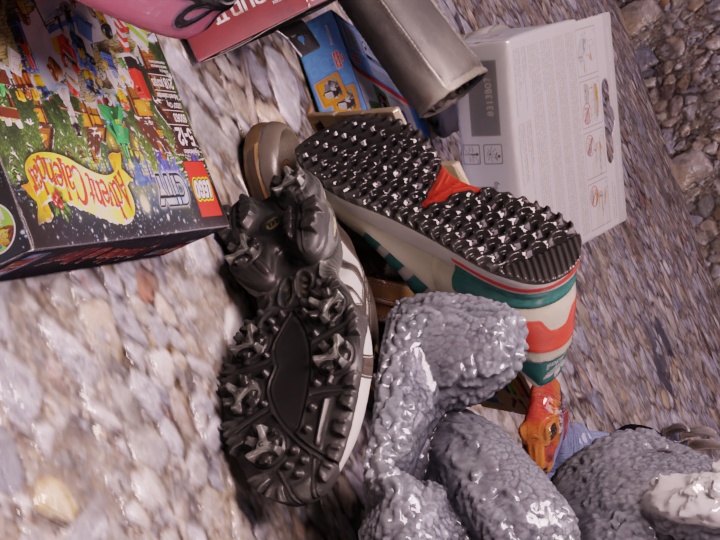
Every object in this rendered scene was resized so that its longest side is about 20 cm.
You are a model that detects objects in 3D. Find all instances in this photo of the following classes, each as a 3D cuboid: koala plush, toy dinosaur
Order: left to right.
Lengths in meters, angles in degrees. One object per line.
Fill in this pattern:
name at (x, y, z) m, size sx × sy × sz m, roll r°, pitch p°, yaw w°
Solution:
toy dinosaur at (0.100, 0.126, 0.997) m, size 0.105 × 0.198 × 0.183 m, roll -51°, pitch 129°, yaw -35°
koala plush at (0.102, 0.131, 0.822) m, size 0.178 × 0.197 × 0.185 m, roll 87°, pitch 10°, yaw -47°

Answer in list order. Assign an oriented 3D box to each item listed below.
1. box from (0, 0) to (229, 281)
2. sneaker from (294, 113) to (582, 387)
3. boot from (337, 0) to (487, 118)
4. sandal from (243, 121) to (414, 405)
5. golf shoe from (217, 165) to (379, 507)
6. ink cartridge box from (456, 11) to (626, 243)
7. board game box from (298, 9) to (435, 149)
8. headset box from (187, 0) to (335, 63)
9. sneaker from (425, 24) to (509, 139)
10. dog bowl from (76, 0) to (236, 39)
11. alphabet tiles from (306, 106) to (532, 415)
box at (-0.126, -0.070, 0.712) m, size 0.138 × 0.037 × 0.200 m, roll 68°, pitch 16°, yaw 2°
sneaker at (0.035, -0.007, 0.912) m, size 0.199 × 0.070 × 0.094 m, roll 32°, pitch -40°, yaw 41°
boot at (0.008, -0.194, 1.146) m, size 0.200 × 0.073 × 0.182 m, roll 46°, pitch 18°, yaw -1°
sandal at (0.000, 0.000, 0.995) m, size 0.202 × 0.054 × 0.082 m, roll 63°, pitch 17°, yaw -14°
golf shoe at (-0.017, 0.041, 0.848) m, size 0.095 × 0.077 × 0.201 m, roll 54°, pitch 22°, yaw -39°
ink cartridge box at (0.129, -0.092, 1.250) m, size 0.200 × 0.056 × 0.165 m, roll -29°, pitch 116°, yaw -63°
board game box at (0.025, -0.061, 1.190) m, size 0.151 × 0.036 × 0.202 m, roll 21°, pitch 48°, yaw -69°
headset box at (-0.076, -0.212, 0.994) m, size 0.202 × 0.077 × 0.149 m, roll 64°, pitch 16°, yaw -7°
sneaker at (0.083, -0.146, 1.332) m, size 0.200 × 0.098 × 0.079 m, roll -122°, pitch -169°, yaw -76°
dog bowl at (-0.115, -0.160, 0.664) m, size 0.199 × 0.074 × 0.200 m, roll 31°, pitch 11°, yaw -7°
alphabet tiles at (0.038, -0.004, 1.017) m, size 0.166 × 0.006 × 0.201 m, roll 5°, pitch -53°, yaw 61°
